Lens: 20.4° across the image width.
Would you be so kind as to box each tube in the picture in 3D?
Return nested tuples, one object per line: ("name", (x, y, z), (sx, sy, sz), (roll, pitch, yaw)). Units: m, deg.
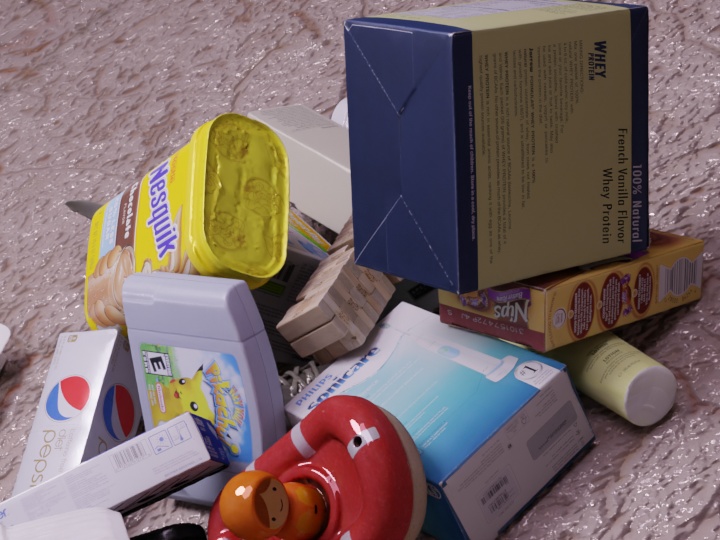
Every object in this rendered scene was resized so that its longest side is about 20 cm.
("tube", (0.178, 0.067, 1.629), (0.058, 0.052, 0.200), (7, 14, -29))

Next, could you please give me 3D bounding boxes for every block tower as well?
("block tower", (0.000, 0.000, 1.694), (0.058, 0.054, 0.200), (-28, 19, 40))

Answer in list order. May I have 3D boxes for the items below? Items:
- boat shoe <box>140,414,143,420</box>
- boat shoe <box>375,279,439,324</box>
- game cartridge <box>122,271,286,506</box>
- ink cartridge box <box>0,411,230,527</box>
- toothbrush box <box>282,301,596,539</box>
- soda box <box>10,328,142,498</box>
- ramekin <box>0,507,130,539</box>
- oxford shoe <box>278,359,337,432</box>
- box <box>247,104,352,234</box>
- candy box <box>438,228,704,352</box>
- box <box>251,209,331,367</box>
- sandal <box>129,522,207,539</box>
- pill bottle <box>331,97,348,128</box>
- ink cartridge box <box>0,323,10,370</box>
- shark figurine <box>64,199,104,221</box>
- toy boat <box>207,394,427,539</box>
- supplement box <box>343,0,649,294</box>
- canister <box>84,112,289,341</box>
("boat shoe", (-0.170, 0.103, 1.791), (0.202, 0.065, 0.074), (-5, 57, 35))
("boat shoe", (0.076, -0.009, 1.774), (0.199, 0.074, 0.068), (-35, 26, 13))
("game cartridge", (-0.123, 0.102, 1.632), (0.133, 0.200, 0.040), (3, 21, 34))
("ink cartridge box", (-0.206, 0.175, 1.571), (0.200, 0.044, 0.094), (-26, -10, 1))
("toothbrush box", (0.060, 0.121, 1.590), (0.146, 0.085, 0.200), (-42, 37, -24))
("soda box", (-0.239, 0.151, 1.703), (0.064, 0.068, 0.200), (-6, 55, 26))
("ramekin", (-0.198, 0.268, 1.459), (0.105, 0.200, 0.200), (-19, 33, -9))
("oxford shoe", (-0.048, 0.109, 1.701), (0.200, 0.058, 0.075), (-26, 31, -6))
("box", (-0.019, -0.086, 1.875), (0.082, 0.068, 0.200), (-13, 35, -45))
("candy box", (0.173, 0.008, 1.631), (0.200, 0.057, 0.117), (-18, 23, -41))
("box", (-0.102, -0.006, 1.811), (0.101, 0.112, 0.200), (-63, 35, 10))
("sandal", (-0.213, 0.249, 1.601), (0.200, 0.075, 0.045), (-19, 70, 19))
("pill bottle", (0.072, -0.131, 1.913), (0.200, 0.104, 0.104), (2, 42, 35))
("ink cartridge box", (-0.445, 0.089, 1.912), (0.200, 0.125, 0.129), (-11, 36, 20))
("shark figurine", (-0.179, -0.074, 2.009), (0.214, 0.090, 0.128), (6, 42, 34))
("toy boat", (-0.051, 0.176, 1.480), (0.200, 0.131, 0.131), (-42, 58, 23))
("supplement box", (0.109, -0.105, 1.564), (0.200, 0.200, 0.134), (-13, 18, -35))
("canister", (-0.153, -0.028, 1.718), (0.200, 0.086, 0.149), (-30, 50, 46))
